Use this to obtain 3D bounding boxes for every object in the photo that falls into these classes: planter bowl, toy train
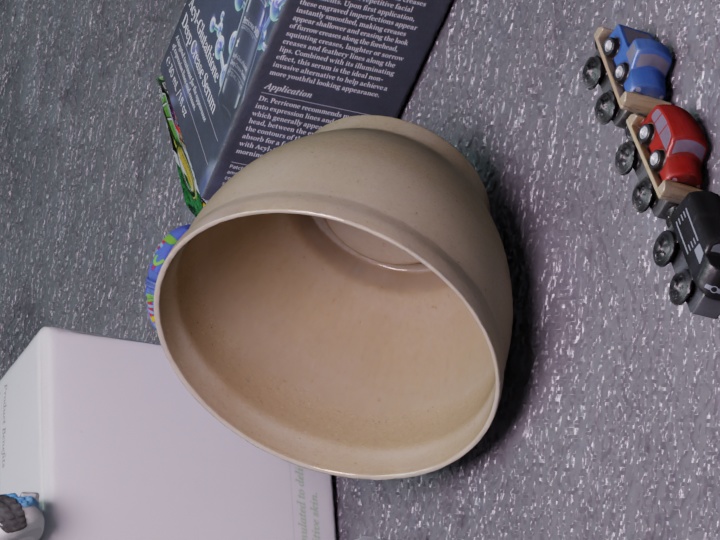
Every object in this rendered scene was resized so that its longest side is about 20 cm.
[{"bbox_3d":[0.000,0.000,1.585,0.200,0.199,0.135,-53,9,46],"label":"planter bowl"},{"bbox_3d":[0.153,-0.058,1.425,0.046,0.034,0.201,-58,33,35],"label":"toy train"}]

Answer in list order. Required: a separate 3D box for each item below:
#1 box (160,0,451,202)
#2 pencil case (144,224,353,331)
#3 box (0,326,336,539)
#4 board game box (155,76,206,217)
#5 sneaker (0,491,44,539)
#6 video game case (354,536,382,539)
[{"bbox_3d":[-0.035,-0.155,1.785,0.201,0.106,0.149,-65,28,30],"label":"box"},{"bbox_3d":[-0.059,0.014,1.759,0.199,0.086,0.079,6,86,54],"label":"pencil case"},{"bbox_3d":[-0.136,0.167,1.781,0.171,0.199,0.200,134,138,-54],"label":"box"},{"bbox_3d":[-0.093,-0.053,1.925,0.200,0.023,0.105,-129,22,-59],"label":"board game box"},{"bbox_3d":[-0.230,0.194,1.677,0.200,0.075,0.087,-47,56,55],"label":"sneaker"},{"bbox_3d":[-0.031,0.259,1.605,0.182,0.023,0.202,-4,-74,-75],"label":"video game case"}]
